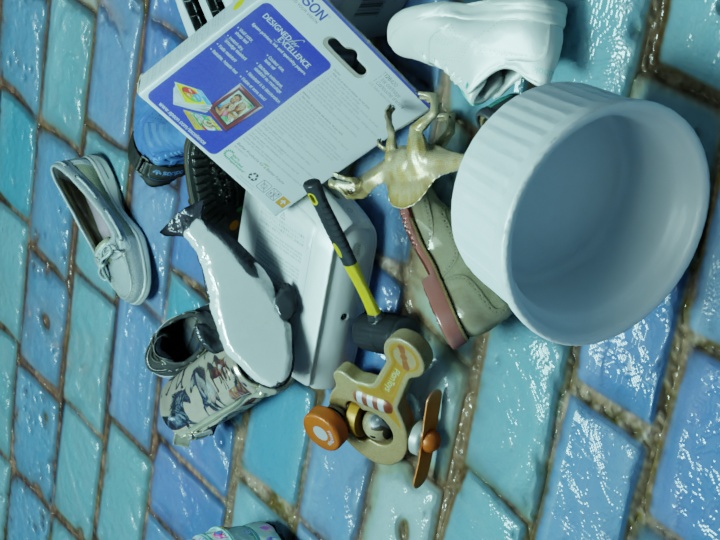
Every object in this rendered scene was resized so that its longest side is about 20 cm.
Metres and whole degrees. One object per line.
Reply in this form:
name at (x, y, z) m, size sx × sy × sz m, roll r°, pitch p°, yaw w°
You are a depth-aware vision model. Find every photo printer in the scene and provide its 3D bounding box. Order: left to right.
photo printer at (-0.060, -0.004, 1.767) m, size 0.166 × 0.069 × 0.201 m, roll 34°, pitch 124°, yaw 42°

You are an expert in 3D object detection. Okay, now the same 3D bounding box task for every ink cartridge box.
ink cartridge box at (-0.070, -0.168, 1.622) m, size 0.200 × 0.198 × 0.047 m, roll -35°, pitch 33°, yaw 20°

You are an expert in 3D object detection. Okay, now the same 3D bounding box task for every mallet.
mallet at (0.000, 0.000, 1.656) m, size 0.066 × 0.041 × 0.201 m, roll 13°, pitch 136°, yaw 43°

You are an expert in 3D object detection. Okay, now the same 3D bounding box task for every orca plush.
orca plush at (-0.129, 0.030, 1.747) m, size 0.200 × 0.105 × 0.071 m, roll 46°, pitch 176°, yaw 4°

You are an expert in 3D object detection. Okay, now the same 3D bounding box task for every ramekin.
ramekin at (0.167, -0.051, 1.363) m, size 0.098 × 0.200 × 0.201 m, roll 35°, pitch 126°, yaw 51°

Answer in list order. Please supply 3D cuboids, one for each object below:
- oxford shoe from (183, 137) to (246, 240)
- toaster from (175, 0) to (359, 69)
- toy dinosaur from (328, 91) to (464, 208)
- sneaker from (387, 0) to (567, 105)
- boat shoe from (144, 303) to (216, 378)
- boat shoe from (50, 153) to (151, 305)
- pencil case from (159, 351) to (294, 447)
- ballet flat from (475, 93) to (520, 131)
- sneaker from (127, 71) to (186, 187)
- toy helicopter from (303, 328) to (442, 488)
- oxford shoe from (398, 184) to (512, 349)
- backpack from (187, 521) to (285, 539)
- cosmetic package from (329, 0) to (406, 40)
oxford shoe at (-0.156, -0.075, 1.816) m, size 0.084 × 0.073 × 0.200 m, roll 35°, pitch 150°, yaw 39°
toaster at (-0.096, -0.255, 1.701) m, size 0.114 × 0.129 × 0.201 m, roll -39°, pitch 68°, yaw 48°
toy dinosaur at (0.057, -0.104, 1.565) m, size 0.200 × 0.058 × 0.102 m, roll -8°, pitch 63°, yaw 49°
sneaker at (0.093, -0.186, 1.508) m, size 0.200 × 0.075 × 0.089 m, roll 2°, pitch 88°, yaw 51°
boat shoe at (-0.206, 0.083, 1.980) m, size 0.200 × 0.066 × 0.070 m, roll -21°, pitch 82°, yaw 52°
boat shoe at (-0.311, -0.047, 2.084) m, size 0.074 × 0.065 × 0.203 m, roll -42°, pitch 66°, yaw 49°
pencil case at (-0.146, 0.127, 1.904) m, size 0.200 × 0.078 × 0.090 m, roll -33°, pitch 55°, yaw 50°
ballet flat at (0.129, -0.053, 1.510) m, size 0.073 × 0.073 × 0.201 m, roll 5°, pitch 103°, yaw 52°
sneaker at (-0.195, -0.134, 1.899) m, size 0.200 × 0.077 × 0.112 m, roll 37°, pitch 121°, yaw 46°
toy helicopter at (0.032, 0.127, 1.671) m, size 0.132 × 0.079 × 0.200 m, roll 39°, pitch 143°, yaw 12°
oxford shoe at (0.085, -0.026, 1.594) m, size 0.075 × 0.070 × 0.201 m, roll -22°, pitch 64°, yaw 8°
backpack at (-0.133, 0.380, 1.915) m, size 0.167 × 0.126 × 0.201 m, roll 24°, pitch 114°, yaw 51°
cosmetic package at (-0.033, -0.326, 1.637) m, size 0.200 × 0.085 × 0.108 m, roll 60°, pitch 138°, yaw 24°
